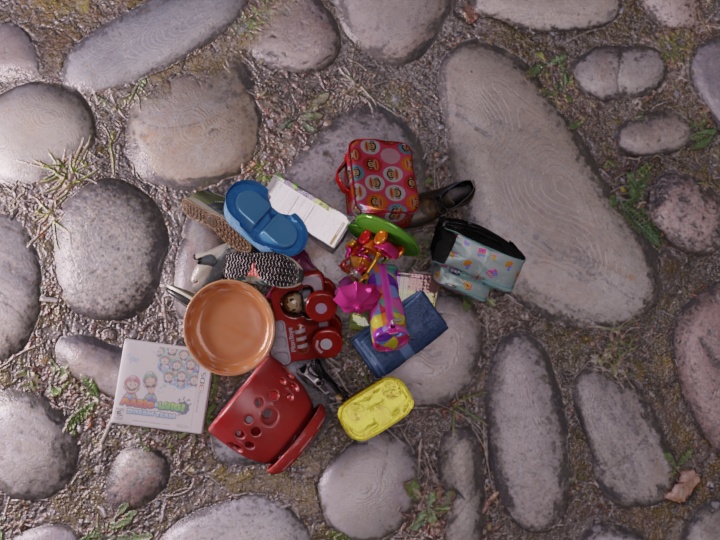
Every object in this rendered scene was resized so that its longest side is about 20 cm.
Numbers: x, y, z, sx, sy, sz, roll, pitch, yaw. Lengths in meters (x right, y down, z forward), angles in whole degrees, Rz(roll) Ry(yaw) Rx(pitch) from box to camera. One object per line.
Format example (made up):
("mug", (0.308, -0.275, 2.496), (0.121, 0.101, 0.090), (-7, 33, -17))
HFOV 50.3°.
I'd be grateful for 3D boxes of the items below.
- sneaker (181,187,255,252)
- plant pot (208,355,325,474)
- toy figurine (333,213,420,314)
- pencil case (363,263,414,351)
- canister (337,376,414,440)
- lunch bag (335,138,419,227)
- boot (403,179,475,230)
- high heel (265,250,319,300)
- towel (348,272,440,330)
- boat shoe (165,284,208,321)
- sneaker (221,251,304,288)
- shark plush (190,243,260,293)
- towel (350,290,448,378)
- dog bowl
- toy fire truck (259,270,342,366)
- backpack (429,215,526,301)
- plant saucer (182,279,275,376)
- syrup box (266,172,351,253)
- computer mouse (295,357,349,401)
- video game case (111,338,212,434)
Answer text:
("sneaker", (-0.290, -0.121, 1.682), (0.200, 0.067, 0.090), (32, 47, 17))
("plant pot", (-0.186, 0.307, 1.590), (0.182, 0.200, 0.201), (41, 83, 0))
("toy figurine", (0.000, 0.000, 1.580), (0.150, 0.200, 0.185), (39, 73, -32))
("pencil case", (0.054, 0.075, 1.621), (0.088, 0.089, 0.201), (-8, 50, -3))
("canister", (0.027, 0.283, 1.600), (0.148, 0.200, 0.087), (-31, 86, -6))
("lunch bag", (0.032, -0.193, 1.683), (0.175, 0.082, 0.201), (2, 62, -13))
("boot", (0.167, -0.153, 1.708), (0.199, 0.097, 0.075), (-27, 85, -5))
("high heel", (-0.188, 0.034, 1.699), (0.200, 0.067, 0.096), (-46, 62, 4))
("towel", (0.077, 0.075, 1.716), (0.199, 0.023, 0.145), (6, 84, -1))
("boat shoe", (-0.345, 0.099, 1.671), (0.199, 0.075, 0.066), (29, 90, -4))
("sneaker", (-0.189, -0.002, 1.605), (0.199, 0.093, 0.071), (6, 89, 29))
("shark plush", (-0.288, -0.021, 1.711), (0.199, 0.091, 0.084), (-27, 105, -25))
("towel", (0.087, 0.139, 1.674), (0.200, 0.049, 0.112), (-35, 86, -5))
("dog bowl", (-0.205, -0.102, 1.622), (0.200, 0.050, 0.112), (41, 55, -7))
("toy fire truck", (-0.128, 0.104, 1.637), (0.167, 0.112, 0.201), (-8, 109, 0))
("backpack", (0.250, -0.019, 1.661), (0.199, 0.176, 0.154), (15, 100, -2))
("plant saucer", (-0.271, 0.119, 1.605), (0.199, 0.037, 0.201), (0, 90, 8))
("syrup box", (-0.122, -0.125, 1.703), (0.199, 0.079, 0.082), (31, 83, 2))
("computer mouse", (-0.086, 0.221, 1.606), (0.110, 0.200, 0.044), (45, 75, -12))
("video game case", (-0.429, 0.252, 1.674), (0.199, 0.024, 0.183), (8, 83, -1))
